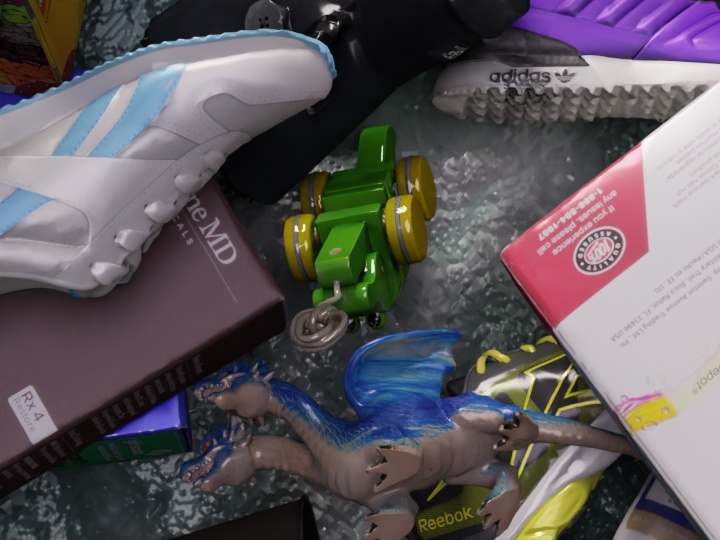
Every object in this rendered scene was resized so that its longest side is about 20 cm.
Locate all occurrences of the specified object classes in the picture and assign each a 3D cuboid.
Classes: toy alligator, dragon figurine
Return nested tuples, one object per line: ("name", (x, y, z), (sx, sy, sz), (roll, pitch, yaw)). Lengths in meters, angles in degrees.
("toy alligator", (0.000, 0.000, 0.959), (0.059, 0.200, 0.055), (-10, 118, 14))
("dragon figurine", (0.025, 0.064, 0.915), (0.198, 0.099, 0.059), (-12, 123, -22))

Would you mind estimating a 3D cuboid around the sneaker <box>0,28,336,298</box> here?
("sneaker", (-0.099, -0.036, 0.857), (0.199, 0.077, 0.081), (-23, 86, 0))

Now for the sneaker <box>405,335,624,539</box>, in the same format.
("sneaker", (0.088, 0.056, 0.980), (0.084, 0.074, 0.201), (36, 82, 6))

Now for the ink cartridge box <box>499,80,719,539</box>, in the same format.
("ink cartridge box", (0.172, 0.033, 0.869), (0.147, 0.086, 0.201), (-36, 60, 3))

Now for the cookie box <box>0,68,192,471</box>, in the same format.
("cookie box", (-0.183, 0.008, 0.988), (0.198, 0.075, 0.173), (-7, 79, -2))

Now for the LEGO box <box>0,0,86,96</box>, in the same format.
("LEGO box", (-0.152, -0.192, 0.919), (0.076, 0.149, 0.202), (9, 76, 3))

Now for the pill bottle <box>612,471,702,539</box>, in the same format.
("pill bottle", (0.205, 0.070, 0.957), (0.115, 0.116, 0.201), (31, 82, 5))

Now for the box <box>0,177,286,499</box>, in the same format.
("box", (-0.139, 0.028, 0.911), (0.199, 0.075, 0.101), (-31, 81, -9))

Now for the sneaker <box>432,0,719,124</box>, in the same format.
("sneaker", (0.133, -0.121, 0.995), (0.198, 0.070, 0.100), (2, 78, 0))

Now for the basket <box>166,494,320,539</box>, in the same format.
("basket", (-0.109, 0.200, 0.930), (0.198, 0.136, 0.182), (-8, 90, 3))

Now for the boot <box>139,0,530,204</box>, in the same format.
("boot", (-0.037, -0.150, 0.972), (0.168, 0.076, 0.201), (-32, 80, 23))
